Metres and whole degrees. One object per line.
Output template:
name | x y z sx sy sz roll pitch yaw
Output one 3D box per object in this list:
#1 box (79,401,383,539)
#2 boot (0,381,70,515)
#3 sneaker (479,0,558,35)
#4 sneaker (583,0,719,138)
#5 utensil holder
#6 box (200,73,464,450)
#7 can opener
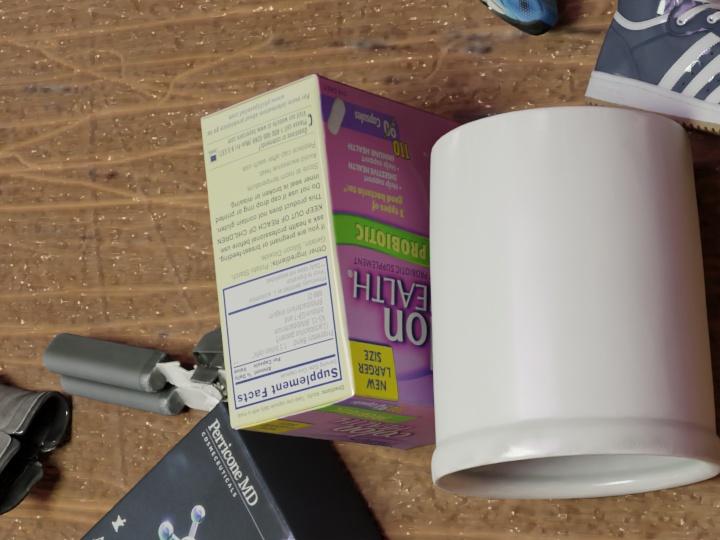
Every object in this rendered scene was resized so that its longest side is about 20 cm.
box | -0.091 0.209 1.429 0.200 0.107 0.149 -45 58 22
boot | -0.310 0.158 1.592 0.131 0.070 0.201 17 70 39
sneaker | 0.105 -0.249 1.380 0.089 0.078 0.202 -14 74 31
sneaker | 0.225 -0.132 1.272 0.199 0.070 0.109 17 94 41
utensil holder | 0.123 0.023 1.264 0.169 0.169 0.202 -11 72 35
box | 0.000 0.000 1.352 0.096 0.175 0.202 -16 72 34
can opener | -0.138 0.071 1.534 0.199 0.053 0.067 3 50 36
